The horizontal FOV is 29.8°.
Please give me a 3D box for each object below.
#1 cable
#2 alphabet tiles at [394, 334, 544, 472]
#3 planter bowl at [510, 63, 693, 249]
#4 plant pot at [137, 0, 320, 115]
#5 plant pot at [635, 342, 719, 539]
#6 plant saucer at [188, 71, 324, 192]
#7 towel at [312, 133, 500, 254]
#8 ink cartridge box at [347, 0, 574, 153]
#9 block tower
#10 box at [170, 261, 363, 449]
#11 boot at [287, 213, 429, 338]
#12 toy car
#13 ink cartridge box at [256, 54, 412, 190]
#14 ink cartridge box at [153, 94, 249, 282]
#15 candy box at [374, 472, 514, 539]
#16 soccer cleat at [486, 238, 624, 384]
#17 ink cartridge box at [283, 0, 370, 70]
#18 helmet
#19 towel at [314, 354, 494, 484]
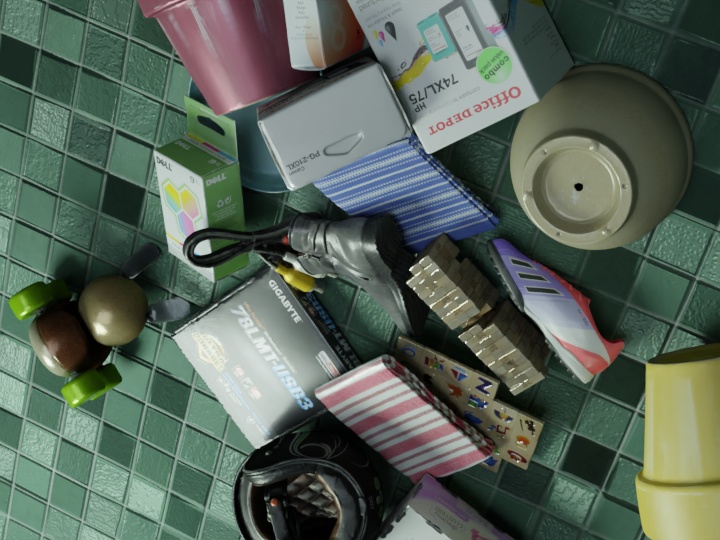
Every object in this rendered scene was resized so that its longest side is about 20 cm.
[{"bbox_3d":[-0.112,-0.029,1.634,0.050,0.198,0.098,47,121,50],"label":"cable"},{"bbox_3d":[0.125,0.172,1.663,0.198,0.008,0.168,25,140,12],"label":"alphabet tiles"},{"bbox_3d":[0.246,-0.106,1.447,0.198,0.135,0.202,9,116,19],"label":"planter bowl"},{"bbox_3d":[-0.133,-0.277,1.495,0.198,0.200,0.181,-15,101,28],"label":"plant pot"},{"bbox_3d":[0.393,0.182,1.486,0.199,0.200,0.191,-11,91,27],"label":"plant pot"},{"bbox_3d":[-0.114,-0.193,1.632,0.198,0.027,0.202,9,115,21],"label":"plant saucer"},{"bbox_3d":[0.052,-0.084,1.543,0.144,0.024,0.200,-18,142,31],"label":"towel"},{"bbox_3d":[0.106,-0.257,1.435,0.146,0.146,0.201,-23,101,30],"label":"ink cartridge box"},{"bbox_3d":[0.140,0.052,1.592,0.200,0.058,0.054,47,131,-8],"label":"block tower"},{"bbox_3d":[-0.116,0.110,1.754,0.198,0.050,0.201,-31,98,32],"label":"box"},{"bbox_3d":[0.000,0.000,1.620,0.130,0.070,0.201,3,139,29],"label":"boot"},{"bbox_3d":[-0.330,0.056,1.795,0.199,0.158,0.165,-32,89,6],"label":"toy car"},{"bbox_3d":[-0.033,-0.165,1.480,0.144,0.200,0.085,-26,102,1],"label":"ink cartridge box"},{"bbox_3d":[-0.195,-0.099,1.650,0.103,0.059,0.202,30,135,41],"label":"ink cartridge box"},{"bbox_3d":[0.092,0.383,1.747,0.167,0.072,0.200,37,129,2],"label":"candy box"},{"bbox_3d":[0.222,0.034,1.568,0.073,0.068,0.201,-38,90,8],"label":"soccer cleat"},{"bbox_3d":[-0.028,-0.332,1.454,0.050,0.162,0.202,7,114,26],"label":"ink cartridge box"},{"bbox_3d":[-0.069,0.298,1.732,0.198,0.191,0.202,0,90,-1],"label":"helmet"},{"bbox_3d":[0.053,0.185,1.678,0.200,0.030,0.146,43,138,-18],"label":"towel"}]
